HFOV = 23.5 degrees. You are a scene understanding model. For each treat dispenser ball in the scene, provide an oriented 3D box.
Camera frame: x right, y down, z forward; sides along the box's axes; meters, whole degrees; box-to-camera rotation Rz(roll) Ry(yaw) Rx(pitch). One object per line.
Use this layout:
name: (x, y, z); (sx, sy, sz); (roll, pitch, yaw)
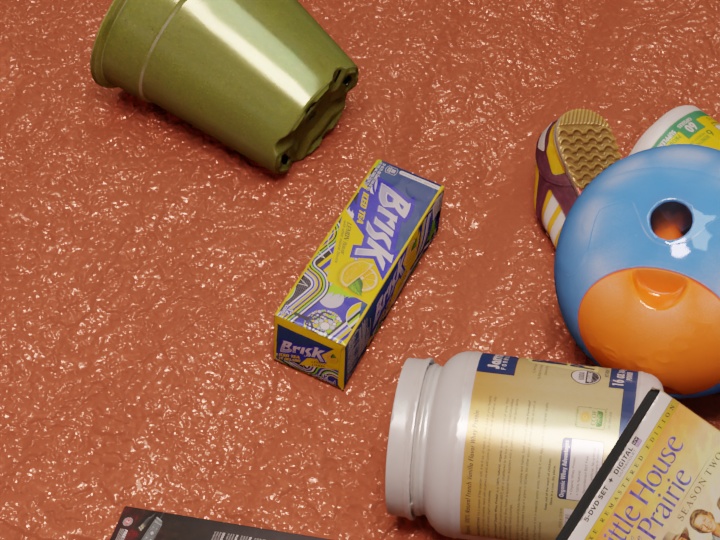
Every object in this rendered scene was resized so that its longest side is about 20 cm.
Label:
treat dispenser ball: (0.254, 0.000, 1.384); (0.199, 0.202, 0.202); (2, 51, -3)

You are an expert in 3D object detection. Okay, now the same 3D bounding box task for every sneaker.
sneaker: (0.199, -0.036, 1.531); (0.074, 0.090, 0.202); (-3, 76, -17)

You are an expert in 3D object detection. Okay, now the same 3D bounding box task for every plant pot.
plant pot: (-0.108, -0.192, 1.569); (0.190, 0.201, 0.200); (38, 57, 10)

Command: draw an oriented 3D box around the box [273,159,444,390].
box: (0.000, 0.000, 1.484); (0.070, 0.065, 0.201); (23, 52, 13)

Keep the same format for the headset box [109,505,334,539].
headset box: (-0.097, 0.260, 1.229); (0.198, 0.075, 0.149); (7, 49, 20)

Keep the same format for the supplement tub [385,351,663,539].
supplement tub: (0.126, 0.139, 1.323); (0.198, 0.145, 0.145); (7, 50, 9)

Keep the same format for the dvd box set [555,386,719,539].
dvd box set: (0.250, 0.198, 1.228); (0.199, 0.029, 0.147); (35, 85, -6)

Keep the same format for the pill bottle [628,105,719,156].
pill bottle: (0.330, -0.046, 1.516); (0.112, 0.113, 0.200); (-34, 61, -28)
